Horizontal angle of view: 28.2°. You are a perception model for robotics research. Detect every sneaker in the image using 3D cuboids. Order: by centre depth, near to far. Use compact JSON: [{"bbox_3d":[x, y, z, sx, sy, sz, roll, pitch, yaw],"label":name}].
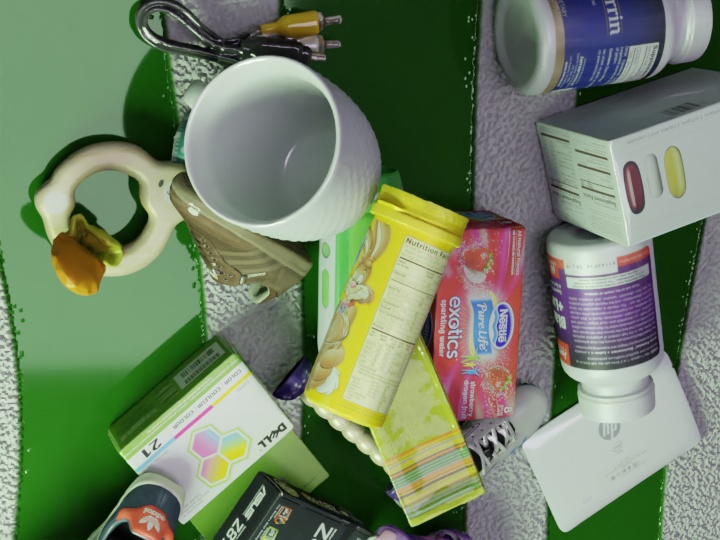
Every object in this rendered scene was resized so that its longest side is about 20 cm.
[{"bbox_3d":[-0.122,-0.020,1.341,0.076,0.071,0.200,-45,140,9],"label":"sneaker"},{"bbox_3d":[-0.232,0.283,1.359,0.074,0.085,0.201,24,123,-7],"label":"sneaker"},{"bbox_3d":[0.078,0.306,1.510,0.089,0.080,0.200,-54,136,-12],"label":"sneaker"},{"bbox_3d":[0.122,0.192,1.514,0.199,0.072,0.072,-34,110,-12],"label":"sneaker"}]

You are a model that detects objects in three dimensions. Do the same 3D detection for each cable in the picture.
[{"bbox_3d":[-0.117,-0.208,1.359,0.197,0.050,0.098,7,117,-10],"label":"cable"}]

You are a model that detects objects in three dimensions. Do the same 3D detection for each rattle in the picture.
[{"bbox_3d":[-0.193,-0.068,1.302,0.198,0.143,0.132,-22,91,-8],"label":"rattle"}]

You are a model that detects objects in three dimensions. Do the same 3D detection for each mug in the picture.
[{"bbox_3d":[-0.075,-0.113,1.292,0.199,0.175,0.149,33,95,20],"label":"mug"}]

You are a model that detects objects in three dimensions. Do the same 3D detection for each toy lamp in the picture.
[{"bbox_3d":[0.004,0.168,1.440,0.200,0.058,0.058,42,86,-5],"label":"toy lamp"}]

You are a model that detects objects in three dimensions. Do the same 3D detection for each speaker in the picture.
[{"bbox_3d":[0.000,0.000,1.416,0.087,0.088,0.203,-3,104,-20],"label":"speaker"}]

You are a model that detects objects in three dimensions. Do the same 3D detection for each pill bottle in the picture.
[{"bbox_3d":[0.244,-0.244,1.433,0.198,0.116,0.117,-11,106,-19],"label":"pill bottle"},{"bbox_3d":[0.261,0.052,1.511,0.110,0.111,0.202,-15,107,-17],"label":"pill bottle"}]

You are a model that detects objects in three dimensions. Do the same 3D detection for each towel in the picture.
[{"bbox_3d":[0.050,0.146,1.399,0.085,0.018,0.202,-25,102,-12],"label":"towel"}]

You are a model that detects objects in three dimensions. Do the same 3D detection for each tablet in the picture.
[{"bbox_3d":[0.284,0.192,1.607,0.199,0.014,0.131,-31,111,-12],"label":"tablet"}]

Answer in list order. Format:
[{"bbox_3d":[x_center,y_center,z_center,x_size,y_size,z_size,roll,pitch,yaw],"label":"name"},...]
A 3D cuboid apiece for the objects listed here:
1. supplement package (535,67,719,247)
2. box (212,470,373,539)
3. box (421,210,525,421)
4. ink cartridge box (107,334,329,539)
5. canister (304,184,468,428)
[{"bbox_3d":[0.309,-0.120,1.464,0.198,0.156,0.112,-20,109,-15],"label":"supplement package"},{"bbox_3d":[-0.098,0.315,1.443,0.201,0.049,0.161,-55,138,1],"label":"box"},{"bbox_3d":[0.101,0.045,1.457,0.099,0.095,0.203,-2,103,-21],"label":"box"},{"bbox_3d":[-0.128,0.190,1.416,0.148,0.076,0.201,-40,112,-7],"label":"ink cartridge box"},{"bbox_3d":[0.021,0.032,1.301,0.086,0.149,0.202,22,91,0],"label":"canister"}]
